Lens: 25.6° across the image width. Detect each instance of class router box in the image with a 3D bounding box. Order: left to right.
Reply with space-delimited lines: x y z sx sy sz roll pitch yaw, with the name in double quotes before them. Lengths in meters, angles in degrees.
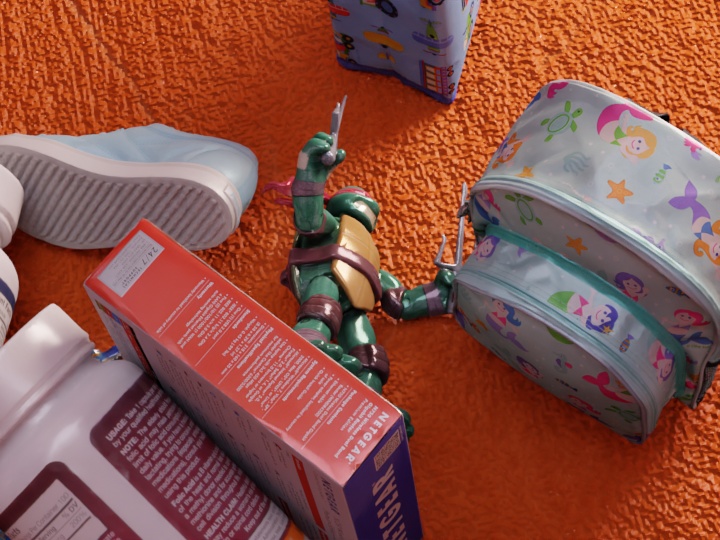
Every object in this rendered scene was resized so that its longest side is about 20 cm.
"router box" -0.052 0.082 0.873 0.179 0.201 0.049 36 72 20

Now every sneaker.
"sneaker" -0.158 -0.061 1.040 0.197 0.075 0.082 11 35 17

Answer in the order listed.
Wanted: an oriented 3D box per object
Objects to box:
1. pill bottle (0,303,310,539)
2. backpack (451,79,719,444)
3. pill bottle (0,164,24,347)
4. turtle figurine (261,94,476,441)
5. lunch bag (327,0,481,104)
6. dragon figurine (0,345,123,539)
"pill bottle" -0.129 0.123 0.856 0.200 0.114 0.114 46 74 -4
"backpack" 0.139 -0.007 0.888 0.177 0.200 0.151 33 71 14
"pill bottle" -0.276 0.029 0.968 0.118 0.120 0.202 7 65 10
"turtle figurine" 0.000 0.000 0.967 0.149 0.100 0.202 31 45 -26
"lunch bag" 0.058 -0.242 1.046 0.093 0.151 0.201 21 68 16
"dragon figurine" -0.199 0.133 0.942 0.200 0.059 0.099 -41 66 -14
